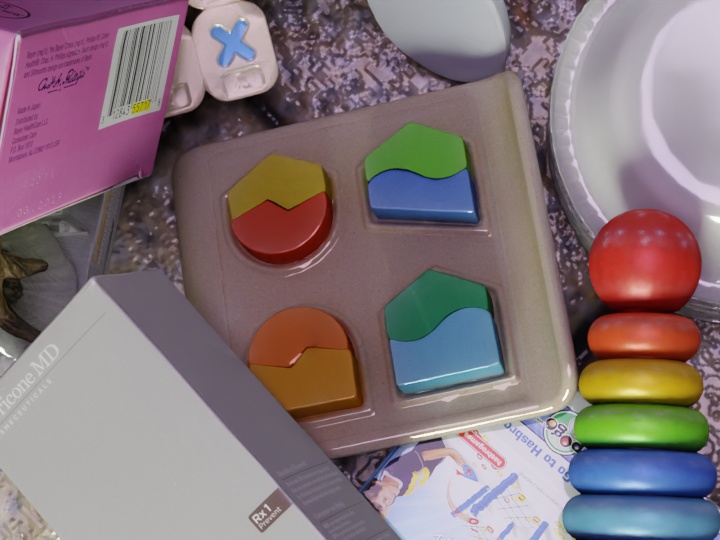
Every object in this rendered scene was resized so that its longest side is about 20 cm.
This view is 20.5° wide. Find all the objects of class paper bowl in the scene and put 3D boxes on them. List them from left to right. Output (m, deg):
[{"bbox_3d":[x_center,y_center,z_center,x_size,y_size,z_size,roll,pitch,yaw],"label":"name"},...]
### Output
[{"bbox_3d":[0.195,-0.079,1.012,0.200,0.104,0.201,-1,81,5],"label":"paper bowl"}]

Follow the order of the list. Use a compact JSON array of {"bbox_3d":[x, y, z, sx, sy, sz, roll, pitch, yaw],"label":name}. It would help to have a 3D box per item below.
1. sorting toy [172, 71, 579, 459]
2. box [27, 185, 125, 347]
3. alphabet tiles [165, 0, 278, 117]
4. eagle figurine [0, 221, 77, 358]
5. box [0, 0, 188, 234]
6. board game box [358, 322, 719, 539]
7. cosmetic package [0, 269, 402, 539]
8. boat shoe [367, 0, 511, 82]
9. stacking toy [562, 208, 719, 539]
[{"bbox_3d":[0.000,0.000,1.012,0.199,0.036,0.186,-14,67,13],"label":"sorting toy"},{"bbox_3d":[-0.205,-0.061,1.065,0.158,0.048,0.201,11,82,6],"label":"box"},{"bbox_3d":[-0.122,-0.174,1.025,0.199,0.015,0.196,-16,98,-1],"label":"alphabet tiles"},{"bbox_3d":[-0.254,-0.015,0.990,0.199,0.151,0.152,12,37,34],"label":"eagle figurine"},{"bbox_3d":[-0.211,-0.104,0.928,0.199,0.176,0.097,18,108,15],"label":"box"},{"bbox_3d":[0.083,0.166,1.004,0.200,0.056,0.196,40,86,9],"label":"board game box"},{"bbox_3d":[-0.082,0.104,0.950,0.200,0.090,0.107,45,104,9],"label":"cosmetic package"},{"bbox_3d":[0.020,-0.183,1.023,0.068,0.200,0.057,-14,40,35],"label":"boat shoe"},{"bbox_3d":[0.134,0.070,0.939,0.085,0.085,0.201,2,84,4],"label":"stacking toy"}]
